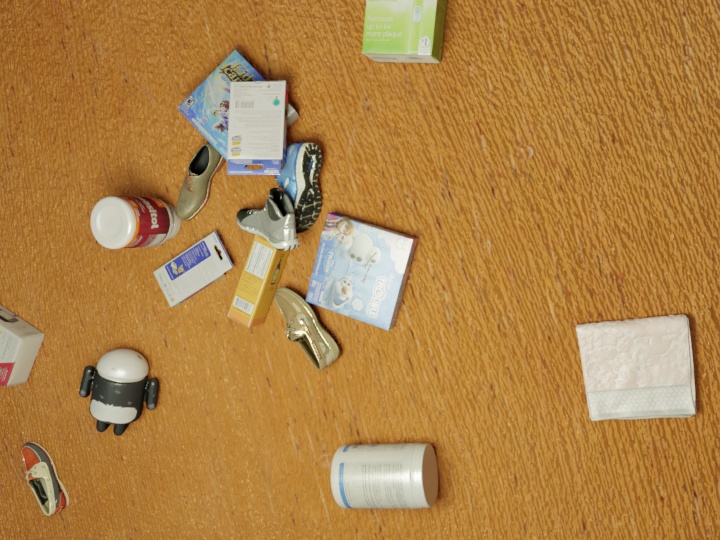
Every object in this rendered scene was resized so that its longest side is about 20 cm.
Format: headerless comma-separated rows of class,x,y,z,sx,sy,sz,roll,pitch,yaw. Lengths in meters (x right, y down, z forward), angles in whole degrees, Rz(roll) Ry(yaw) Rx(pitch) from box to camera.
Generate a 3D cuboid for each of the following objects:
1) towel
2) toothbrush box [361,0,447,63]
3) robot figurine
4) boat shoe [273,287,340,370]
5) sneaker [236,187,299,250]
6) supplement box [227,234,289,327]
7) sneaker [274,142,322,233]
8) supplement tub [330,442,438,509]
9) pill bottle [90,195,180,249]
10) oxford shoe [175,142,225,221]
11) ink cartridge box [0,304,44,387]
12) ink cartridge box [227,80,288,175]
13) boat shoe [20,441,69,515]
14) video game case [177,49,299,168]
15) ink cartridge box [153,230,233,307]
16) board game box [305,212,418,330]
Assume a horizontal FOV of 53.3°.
towel,0.520,0.186,1.353,0.199,0.032,0.192,-7,92,19
toothbrush box,0.090,-0.519,1.413,0.145,0.086,0.201,8,96,18
robot figurine,-0.572,0.285,1.705,0.125,0.150,0.201,24,105,46
boat shoe,-0.127,0.124,1.546,0.200,0.064,0.071,49,146,8
sneaker,-0.194,-0.128,1.520,0.200,0.075,0.116,28,124,40
supplement box,-0.223,0.021,1.584,0.069,0.066,0.201,27,103,18
sneaker,-0.135,-0.177,1.539,0.089,0.078,0.201,20,109,40
supplement tub,0.050,0.426,1.489,0.199,0.132,0.133,-6,93,21
pill bottle,-0.492,-0.108,1.596,0.112,0.200,0.114,2,95,19
oxford shoe,-0.374,-0.202,1.612,0.070,0.075,0.201,31,104,15
ink cartridge box,-0.932,0.184,1.842,0.199,0.086,0.148,27,103,14
ink cartridge box,-0.214,-0.293,1.495,0.119,0.042,0.201,1,82,5
boat shoe,-0.825,0.535,1.848,0.071,0.063,0.200,-35,82,21
video game case,-0.265,-0.343,1.550,0.181,0.045,0.200,-44,80,0
ink cartridge box,-0.380,-0.003,1.654,0.200,0.037,0.095,-31,84,22
board game box,0.000,0.000,1.514,0.198,0.043,0.201,18,101,17
